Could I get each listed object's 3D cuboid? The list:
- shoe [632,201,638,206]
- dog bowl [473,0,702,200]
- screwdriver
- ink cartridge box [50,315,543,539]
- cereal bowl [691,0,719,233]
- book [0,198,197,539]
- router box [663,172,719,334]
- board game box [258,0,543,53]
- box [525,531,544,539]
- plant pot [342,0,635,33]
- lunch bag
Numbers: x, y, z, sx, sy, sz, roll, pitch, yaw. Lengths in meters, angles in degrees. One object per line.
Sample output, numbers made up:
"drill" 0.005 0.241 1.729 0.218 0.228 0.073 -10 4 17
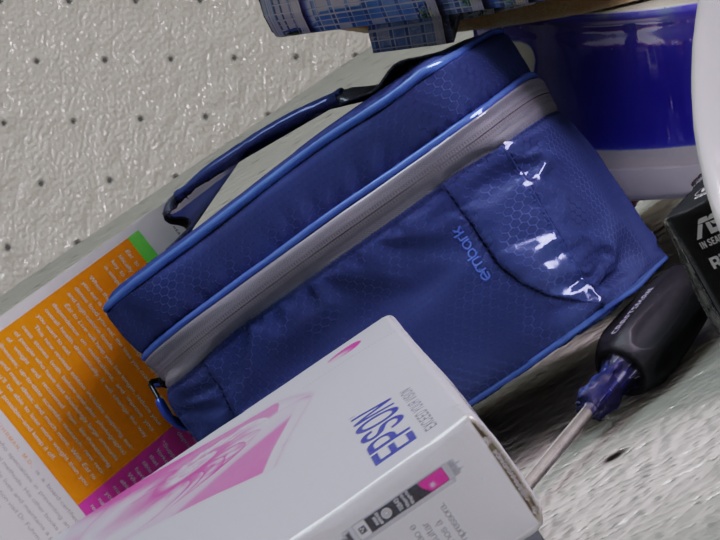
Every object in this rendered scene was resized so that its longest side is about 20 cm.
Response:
"shoe" 0.096 -0.029 1.153 0.200 0.072 0.091 -40 16 -36
"dog bowl" 0.148 -0.098 1.088 0.199 0.079 0.200 -10 18 3
"screwdriver" 0.068 0.056 0.881 0.029 0.028 0.200 13 38 35
"ink cartridge box" -0.053 0.093 0.736 0.200 0.043 0.196 -33 9 -2
"cereal bowl" 0.184 -0.054 0.629 0.200 0.201 0.083 -26 -26 33
"book" -0.104 0.074 1.012 0.048 0.134 0.200 -42 -2 43
"router box" 0.216 -0.055 0.856 0.200 0.062 0.150 -26 8 33
"board game box" 0.023 -0.142 0.993 0.199 0.062 0.200 -8 31 12
"box" -0.042 0.123 0.799 0.156 0.041 0.200 -37 10 -19
"plant pot" 0.074 -0.141 1.090 0.199 0.028 0.200 -11 17 3
"lunch bag" 0.000 0.000 0.983 0.200 0.133 0.136 -35 -2 16
